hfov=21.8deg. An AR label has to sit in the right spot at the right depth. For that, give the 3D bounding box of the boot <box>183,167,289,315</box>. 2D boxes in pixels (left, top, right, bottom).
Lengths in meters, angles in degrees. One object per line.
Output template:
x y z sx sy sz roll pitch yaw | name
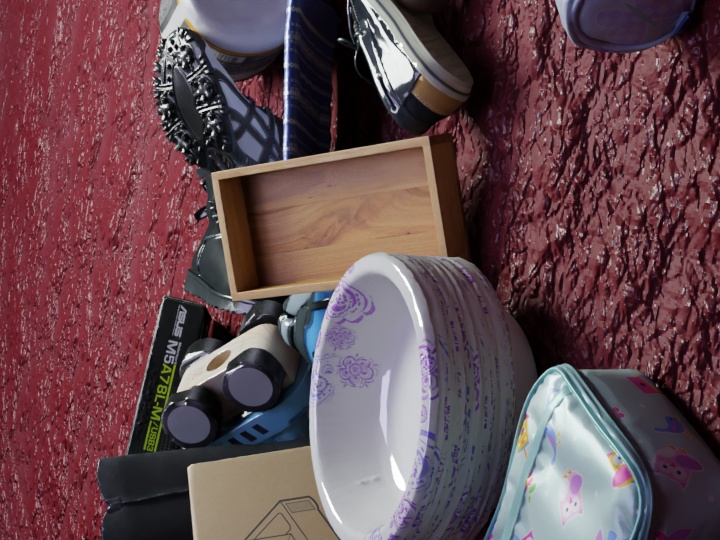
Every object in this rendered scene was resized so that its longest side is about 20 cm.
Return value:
-0.094 -0.046 1.638 0.198 0.073 0.164 20 99 63 | boot

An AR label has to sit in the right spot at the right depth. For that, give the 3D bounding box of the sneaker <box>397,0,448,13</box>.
0.042 -0.294 1.369 0.090 0.067 0.202 120 148 -53 | sneaker

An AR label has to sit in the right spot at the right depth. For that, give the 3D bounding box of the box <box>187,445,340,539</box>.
-0.043 0.231 1.389 0.021 0.162 0.202 63 -160 -68 | box

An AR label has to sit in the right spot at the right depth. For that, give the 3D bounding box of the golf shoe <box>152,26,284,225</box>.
-0.102 -0.113 1.557 0.077 0.094 0.201 -19 99 43 | golf shoe

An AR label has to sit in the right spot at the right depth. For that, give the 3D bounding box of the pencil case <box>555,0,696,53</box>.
0.140 -0.227 1.130 0.091 0.082 0.201 119 146 -45 | pencil case

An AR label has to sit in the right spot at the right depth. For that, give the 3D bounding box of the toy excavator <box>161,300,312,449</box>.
-0.088 0.157 1.554 0.194 0.200 0.100 -31 20 21 | toy excavator

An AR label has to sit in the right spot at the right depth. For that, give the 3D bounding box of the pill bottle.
-0.114 -0.227 1.625 0.200 0.115 0.118 157 114 -76 | pill bottle

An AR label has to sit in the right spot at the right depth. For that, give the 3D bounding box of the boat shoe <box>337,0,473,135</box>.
0.022 -0.167 1.376 0.062 0.074 0.201 -52 37 20 | boat shoe

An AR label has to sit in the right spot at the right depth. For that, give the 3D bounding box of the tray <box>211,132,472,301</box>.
-0.016 -0.037 1.368 0.199 0.037 0.100 -7 95 36 | tray

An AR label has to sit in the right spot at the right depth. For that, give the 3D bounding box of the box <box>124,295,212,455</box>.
-0.179 0.129 1.701 0.193 0.047 0.202 102 -179 -84 | box

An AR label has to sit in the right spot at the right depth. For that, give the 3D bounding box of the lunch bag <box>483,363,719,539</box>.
0.132 0.165 1.095 0.161 0.076 0.201 -124 44 -53 | lunch bag

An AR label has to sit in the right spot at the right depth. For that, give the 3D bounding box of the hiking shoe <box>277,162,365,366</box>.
0.000 0.000 1.436 0.087 0.074 0.201 50 138 38 | hiking shoe

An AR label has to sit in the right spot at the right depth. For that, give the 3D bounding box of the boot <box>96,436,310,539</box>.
-0.102 0.210 1.447 0.066 0.198 0.166 88 176 -57 | boot

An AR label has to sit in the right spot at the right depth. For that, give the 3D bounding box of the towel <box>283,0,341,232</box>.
-0.039 -0.124 1.495 0.145 0.024 0.202 28 -118 -79 | towel

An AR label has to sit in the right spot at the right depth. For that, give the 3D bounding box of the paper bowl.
0.047 0.091 1.261 0.200 0.103 0.203 -177 90 -65 | paper bowl
